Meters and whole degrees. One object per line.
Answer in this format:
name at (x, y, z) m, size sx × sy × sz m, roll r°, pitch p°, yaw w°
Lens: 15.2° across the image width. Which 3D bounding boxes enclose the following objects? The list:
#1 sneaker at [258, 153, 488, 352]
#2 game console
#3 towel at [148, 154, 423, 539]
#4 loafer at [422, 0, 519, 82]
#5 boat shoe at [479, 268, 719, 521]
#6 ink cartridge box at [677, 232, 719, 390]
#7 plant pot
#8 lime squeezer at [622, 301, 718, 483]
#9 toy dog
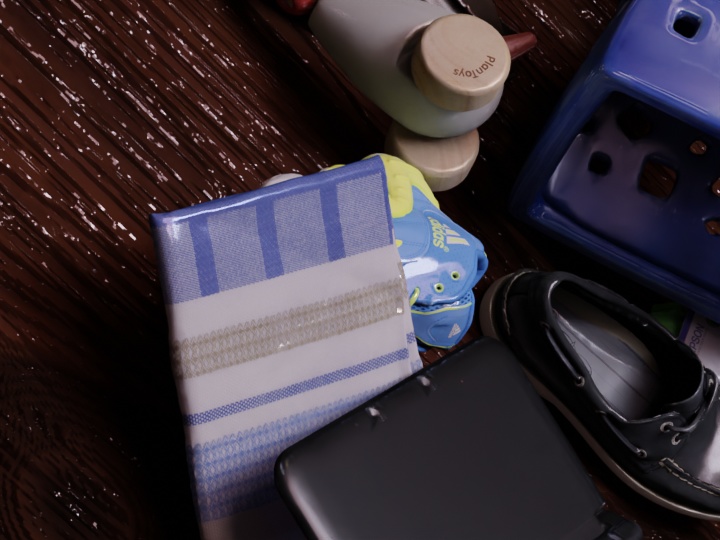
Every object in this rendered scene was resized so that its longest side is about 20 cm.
sneaker at (0.000, 0.000, 1.328) m, size 0.105 × 0.076 × 0.200 m, roll 34°, pitch 33°, yaw 17°
game console at (0.035, 0.154, 1.277) m, size 0.116 × 0.176 × 0.200 m, roll 30°, pitch 31°, yaw 23°
towel at (-0.028, 0.056, 1.256) m, size 0.147 × 0.024 × 0.200 m, roll -18°, pitch 103°, yaw -40°
loafer at (0.029, -0.187, 1.495) m, size 0.200 × 0.071 × 0.073 m, roll 46°, pitch 10°, yaw -15°
boat shoe at (0.158, 0.064, 1.469) m, size 0.199 × 0.066 × 0.075 m, roll 43°, pitch 59°, yaw -10°
ink cartridge box at (0.272, 0.067, 1.563) m, size 0.200 × 0.039 × 0.099 m, roll 30°, pitch 53°, yaw -4°
plant pot at (0.219, -0.095, 1.480) m, size 0.200 × 0.200 × 0.180 m, roll 27°, pitch 64°, yaw 0°
lime squeezer at (0.191, 0.049, 1.564) m, size 0.071 × 0.038 × 0.200 m, roll 58°, pitch 37°, yaw -2°
toy dog at (0.016, -0.143, 1.422) m, size 0.096 × 0.132 × 0.200 m, roll -39°, pitch 97°, yaw -33°
